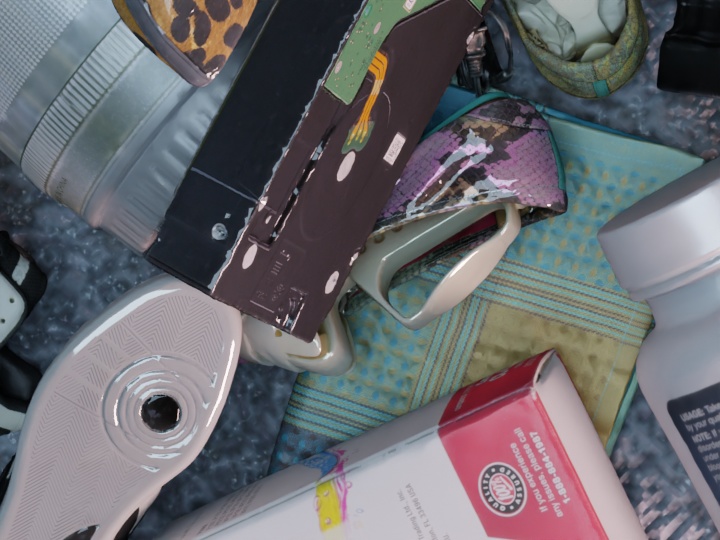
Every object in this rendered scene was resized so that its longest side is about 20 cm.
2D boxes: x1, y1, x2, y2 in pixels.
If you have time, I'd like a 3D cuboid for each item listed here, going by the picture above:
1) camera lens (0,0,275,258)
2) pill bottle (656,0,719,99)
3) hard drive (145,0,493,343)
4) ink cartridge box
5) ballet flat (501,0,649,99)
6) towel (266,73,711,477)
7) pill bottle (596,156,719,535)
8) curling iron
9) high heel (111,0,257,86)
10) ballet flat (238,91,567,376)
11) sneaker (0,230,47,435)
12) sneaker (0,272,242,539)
[{"bbox_3d":[-0.115,-0.125,1.212,0.200,0.160,0.160,43,99,3],"label":"camera lens"},{"bbox_3d":[0.176,-0.169,1.192,0.111,0.112,0.201,8,96,7],"label":"pill bottle"},{"bbox_3d":[-0.006,-0.075,1.138,0.038,0.140,0.201,28,90,17],"label":"hard drive"},{"bbox_3d":[0.022,0.143,1.237,0.199,0.086,0.148,-24,96,16],"label":"ink cartridge box"},{"bbox_3d":[0.070,-0.169,1.230,0.070,0.071,0.201,-21,91,9],"label":"ballet flat"},{"bbox_3d":[0.055,0.022,1.270,0.146,0.022,0.201,20,99,7],"label":"towel"},{"bbox_3d":[0.184,0.051,1.198,0.119,0.120,0.201,-28,94,9],"label":"pill bottle"},{"bbox_3d":[0.025,-0.167,1.245,0.025,0.050,0.201,-18,79,-8],"label":"curling iron"},{"bbox_3d":[-0.025,-0.139,1.136,0.071,0.199,0.143,-25,75,46],"label":"high heel"},{"bbox_3d":[0.000,0.000,1.228,0.199,0.069,0.071,-30,64,14],"label":"ballet flat"},{"bbox_3d":[-0.181,-0.012,1.255,0.087,0.076,0.201,-2,126,2],"label":"sneaker"},{"bbox_3d":[-0.117,0.073,1.249,0.073,0.112,0.201,29,104,-10],"label":"sneaker"}]
